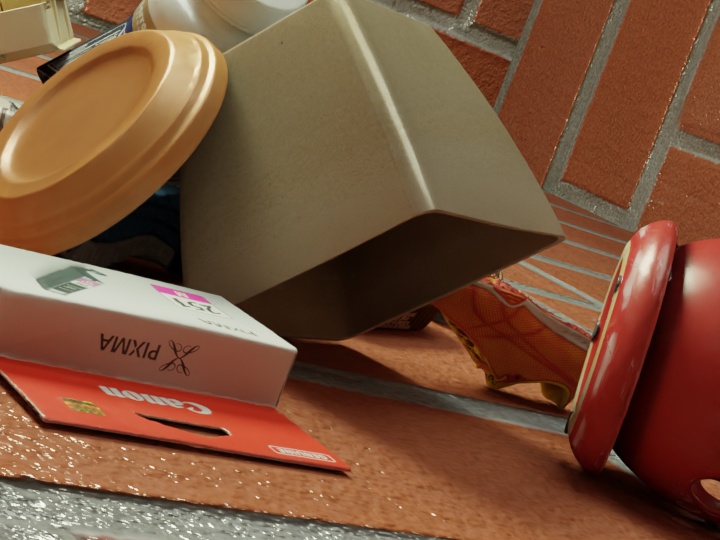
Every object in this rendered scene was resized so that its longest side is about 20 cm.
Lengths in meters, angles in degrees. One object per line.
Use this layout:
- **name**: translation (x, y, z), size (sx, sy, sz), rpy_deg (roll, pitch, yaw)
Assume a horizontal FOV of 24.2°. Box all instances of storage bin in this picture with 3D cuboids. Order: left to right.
- **storage bin**: translation (-0.369, -0.228, 1.528), size (0.198, 0.095, 0.199), rpy_deg (-12, 11, -2)

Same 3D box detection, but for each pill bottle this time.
- **pill bottle**: translation (-0.125, -0.156, 1.241), size (0.110, 0.200, 0.112), rpy_deg (25, 41, -24)

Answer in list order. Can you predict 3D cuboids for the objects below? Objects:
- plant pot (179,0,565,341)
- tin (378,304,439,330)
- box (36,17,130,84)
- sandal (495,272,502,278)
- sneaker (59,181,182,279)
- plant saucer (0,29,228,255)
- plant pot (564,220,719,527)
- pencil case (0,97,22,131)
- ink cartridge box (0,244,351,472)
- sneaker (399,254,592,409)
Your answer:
- **plant pot**: translation (-0.009, -0.073, 1.146), size (0.199, 0.178, 0.199), rpy_deg (-25, -18, 28)
- **tin**: translation (0.000, 0.000, 1.387), size (0.112, 0.042, 0.200), rpy_deg (52, 21, 23)
- **box**: translation (-0.157, -0.161, 1.481), size (0.124, 0.199, 0.198), rpy_deg (65, -13, -22)
- **sandal**: translation (0.103, 0.017, 1.590), size (0.055, 0.082, 0.200), rpy_deg (44, 4, 6)
- **sneaker**: translation (-0.172, -0.042, 1.228), size (0.086, 0.076, 0.199), rpy_deg (20, 6, 34)
- **plant saucer**: translation (-0.178, -0.093, 1.111), size (0.038, 0.200, 0.200), rpy_deg (51, -10, -33)
- **plant pot**: translation (0.246, 0.068, 1.126), size (0.181, 0.202, 0.200), rpy_deg (19, 8, 6)
- **pencil case**: translation (-0.260, -0.092, 1.294), size (0.199, 0.078, 0.089), rpy_deg (17, -5, -28)
- **ink cartridge box**: translation (-0.118, 0.043, 0.909), size (0.199, 0.044, 0.173), rpy_deg (15, 9, -39)
- **sneaker**: translation (0.104, 0.048, 1.277), size (0.199, 0.077, 0.073), rpy_deg (32, 2, -27)
